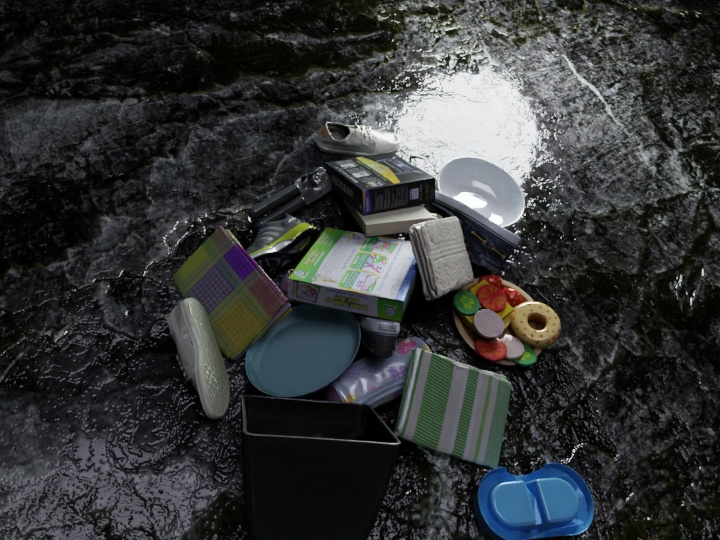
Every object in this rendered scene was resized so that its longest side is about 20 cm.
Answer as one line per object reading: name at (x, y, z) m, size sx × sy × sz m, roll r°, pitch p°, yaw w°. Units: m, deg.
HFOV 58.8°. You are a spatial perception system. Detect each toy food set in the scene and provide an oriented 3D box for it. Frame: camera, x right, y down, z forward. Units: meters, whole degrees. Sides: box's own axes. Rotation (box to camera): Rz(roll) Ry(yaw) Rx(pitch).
toy food set at (0.269, 0.093, 1.218) m, size 0.197 × 0.049 × 0.200 m, roll -31°, pitch 69°, yaw -32°

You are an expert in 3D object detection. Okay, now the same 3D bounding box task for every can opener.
can opener at (-0.142, -0.143, 1.274) m, size 0.199 × 0.067 × 0.054 m, roll -35°, pitch 109°, yaw -28°

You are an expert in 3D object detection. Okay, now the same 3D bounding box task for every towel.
towel at (0.145, -0.025, 1.136) m, size 0.199 × 0.034 × 0.134 m, roll -13°, pitch 89°, yaw -60°
towel at (0.155, 0.225, 1.048) m, size 0.198 × 0.023 × 0.154 m, roll 21°, pitch 73°, yaw -21°
towel at (-0.223, 0.039, 1.084) m, size 0.144 × 0.023 × 0.200 m, roll -44°, pitch 71°, yaw 4°

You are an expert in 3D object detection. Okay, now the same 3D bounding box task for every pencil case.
pencil case at (0.033, 0.183, 1.060) m, size 0.198 × 0.084 × 0.091 m, roll -19°, pitch 37°, yaw -26°

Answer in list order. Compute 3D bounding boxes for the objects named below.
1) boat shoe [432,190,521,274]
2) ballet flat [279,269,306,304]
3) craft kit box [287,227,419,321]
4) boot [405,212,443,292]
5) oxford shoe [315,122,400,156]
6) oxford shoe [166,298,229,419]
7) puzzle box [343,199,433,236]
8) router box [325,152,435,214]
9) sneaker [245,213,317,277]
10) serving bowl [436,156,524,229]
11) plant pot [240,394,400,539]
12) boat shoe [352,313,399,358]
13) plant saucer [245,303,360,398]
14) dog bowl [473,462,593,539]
boat shoe at (0.211, -0.074, 1.259) m, size 0.199 × 0.091 × 0.071 m, roll 31°, pitch 9°, yaw 0°
ballet flat at (-0.045, 0.034, 1.153) m, size 0.198 × 0.071 × 0.070 m, roll 9°, pitch 50°, yaw -11°
craft kit box at (0.000, 0.000, 1.097) m, size 0.195 × 0.049 × 0.200 m, roll 13°, pitch 32°, yaw 12°
boot at (0.109, -0.039, 1.249) m, size 0.198 × 0.073 × 0.152 m, roll -2°, pitch 57°, yaw -22°
oxford shoe at (0.000, -0.292, 1.411) m, size 0.198 × 0.058 × 0.076 m, roll 0°, pitch 53°, yaw -19°
oxford shoe at (-0.259, 0.143, 1.014) m, size 0.057 × 0.075 × 0.202 m, roll -27°, pitch 70°, yaw 11°
puzzle box at (0.050, -0.121, 1.251) m, size 0.131 × 0.026 × 0.200 m, roll -7°, pitch 26°, yaw -11°
router box at (0.036, -0.179, 1.279) m, size 0.156 × 0.053 × 0.200 m, roll -12°, pitch 28°, yaw -20°
sneaker at (-0.174, -0.040, 1.179) m, size 0.081 × 0.074 × 0.199 m, roll 36°, pitch 49°, yaw 28°
serving bowl at (0.250, -0.151, 1.377) m, size 0.198 × 0.066 × 0.202 m, roll 8°, pitch 54°, yaw -10°
plant pot at (-0.074, 0.287, 0.875) m, size 0.197 × 0.200 × 0.180 m, roll 7°, pitch 92°, yaw -12°
boat shoe at (0.021, 0.105, 1.070) m, size 0.068 × 0.200 × 0.057 m, roll 6°, pitch 90°, yaw -7°
plant saucer at (-0.092, 0.132, 1.047) m, size 0.198 × 0.028 × 0.201 m, roll -12°, pitch 39°, yaw 10°
dog bowl at (0.270, 0.373, 1.016) m, size 0.198 × 0.050 × 0.112 m, roll 1°, pitch 55°, yaw -17°
